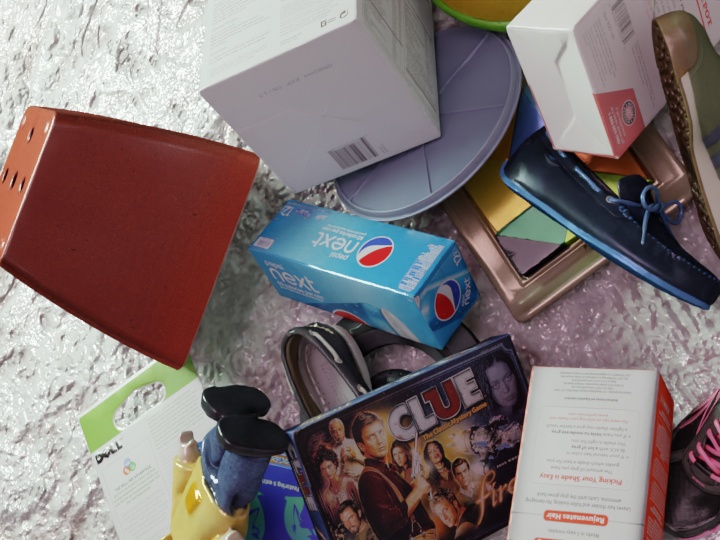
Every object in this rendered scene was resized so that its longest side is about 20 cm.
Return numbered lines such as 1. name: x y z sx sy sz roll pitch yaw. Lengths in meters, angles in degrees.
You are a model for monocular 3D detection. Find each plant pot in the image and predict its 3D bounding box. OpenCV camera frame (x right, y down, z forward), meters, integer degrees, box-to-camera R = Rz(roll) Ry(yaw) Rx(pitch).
1. plant pot: -0.233 -0.051 1.012 0.199 0.175 0.202 21 89 62

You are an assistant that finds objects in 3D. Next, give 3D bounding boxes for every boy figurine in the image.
1. boy figurine: -0.121 0.180 0.857 0.201 0.064 0.125 -61 41 28

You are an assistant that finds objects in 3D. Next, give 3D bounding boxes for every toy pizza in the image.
1. toy pizza: 0.059 -0.125 0.973 0.199 0.032 0.202 -26 46 29

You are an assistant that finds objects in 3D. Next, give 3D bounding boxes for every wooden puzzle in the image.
1. wooden puzzle: 0.154 -0.087 0.941 0.184 0.037 0.201 -38 65 17

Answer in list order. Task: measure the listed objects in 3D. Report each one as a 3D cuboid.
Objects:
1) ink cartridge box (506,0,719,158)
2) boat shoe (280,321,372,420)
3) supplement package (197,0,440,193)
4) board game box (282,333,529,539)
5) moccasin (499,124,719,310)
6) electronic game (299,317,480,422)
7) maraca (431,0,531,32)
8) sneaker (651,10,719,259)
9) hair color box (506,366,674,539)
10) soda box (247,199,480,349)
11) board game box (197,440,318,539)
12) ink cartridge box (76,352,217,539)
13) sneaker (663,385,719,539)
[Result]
1. ink cartridge box: 0.210 -0.196 0.859 0.067 0.117 0.200 16 54 47
2. boat shoe: -0.005 0.131 0.921 0.074 0.060 0.202 -34 69 25
3. supplement package: -0.031 -0.208 0.962 0.150 0.151 0.202 -19 51 23
4. board game box: 0.051 0.148 0.857 0.198 0.035 0.137 -22 91 -23
5. moccasin: 0.196 -0.047 0.858 0.199 0.080 0.069 38 96 21
6. electronic game: 0.031 0.125 0.960 0.198 0.041 0.203 -3 85 31
7. maraca: 0.136 -0.259 0.945 0.199 0.107 0.138 30 84 20
8. sneaker: 0.281 -0.107 0.822 0.089 0.067 0.202 -20 112 8
9. hair color box: 0.164 0.174 0.807 0.100 0.061 0.202 0 62 28
10. soda box: 0.000 0.000 0.952 0.199 0.068 0.064 17 59 42
11. board game box: -0.076 0.251 0.906 0.150 0.045 0.203 6 94 26
12. ink cartridge box: -0.158 0.188 1.028 0.147 0.076 0.202 -35 66 18
13. sneaker: 0.274 0.111 0.808 0.079 0.095 0.201 40 101 26
